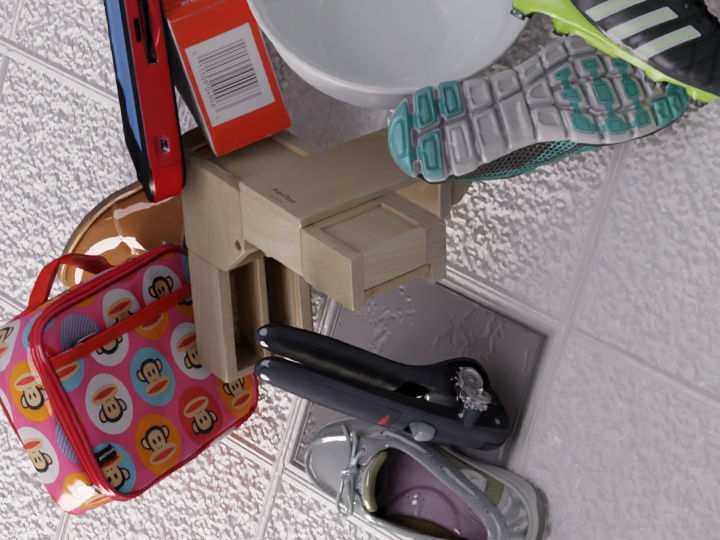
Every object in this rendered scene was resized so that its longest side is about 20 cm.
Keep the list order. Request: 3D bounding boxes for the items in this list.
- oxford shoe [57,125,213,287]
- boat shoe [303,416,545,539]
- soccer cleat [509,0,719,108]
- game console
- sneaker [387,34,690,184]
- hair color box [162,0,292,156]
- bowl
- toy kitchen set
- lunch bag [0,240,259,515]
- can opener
[{"bbox_3d":[-0.162,-0.030,1.683,0.200,0.071,0.071,-39,73,32],"label":"oxford shoe"},{"bbox_3d":[0.034,0.152,1.529,0.202,0.065,0.075,21,104,37],"label":"boat shoe"},{"bbox_3d":[0.186,-0.159,1.353,0.200,0.068,0.081,27,103,2],"label":"soccer cleat"},{"bbox_3d":[-0.162,-0.160,1.528,0.177,0.031,0.201,-133,34,-65],"label":"game console"},{"bbox_3d":[0.116,-0.101,1.425,0.199,0.091,0.078,-11,79,0],"label":"sneaker"},{"bbox_3d":[-0.115,-0.176,1.558,0.200,0.064,0.111,-125,14,-57],"label":"hair color box"},{"bbox_3d":[0.017,-0.183,1.484,0.201,0.201,0.090,58,162,22],"label":"bowl"},{"bbox_3d":[0.000,0.000,1.531,0.200,0.163,0.181,32,135,44],"label":"toy kitchen set"},{"bbox_3d":[-0.177,0.067,1.600,0.082,0.200,0.177,-22,97,38],"label":"lunch bag"},{"bbox_3d":[0.015,0.083,1.460,0.079,0.200,0.064,-49,39,31],"label":"can opener"}]
